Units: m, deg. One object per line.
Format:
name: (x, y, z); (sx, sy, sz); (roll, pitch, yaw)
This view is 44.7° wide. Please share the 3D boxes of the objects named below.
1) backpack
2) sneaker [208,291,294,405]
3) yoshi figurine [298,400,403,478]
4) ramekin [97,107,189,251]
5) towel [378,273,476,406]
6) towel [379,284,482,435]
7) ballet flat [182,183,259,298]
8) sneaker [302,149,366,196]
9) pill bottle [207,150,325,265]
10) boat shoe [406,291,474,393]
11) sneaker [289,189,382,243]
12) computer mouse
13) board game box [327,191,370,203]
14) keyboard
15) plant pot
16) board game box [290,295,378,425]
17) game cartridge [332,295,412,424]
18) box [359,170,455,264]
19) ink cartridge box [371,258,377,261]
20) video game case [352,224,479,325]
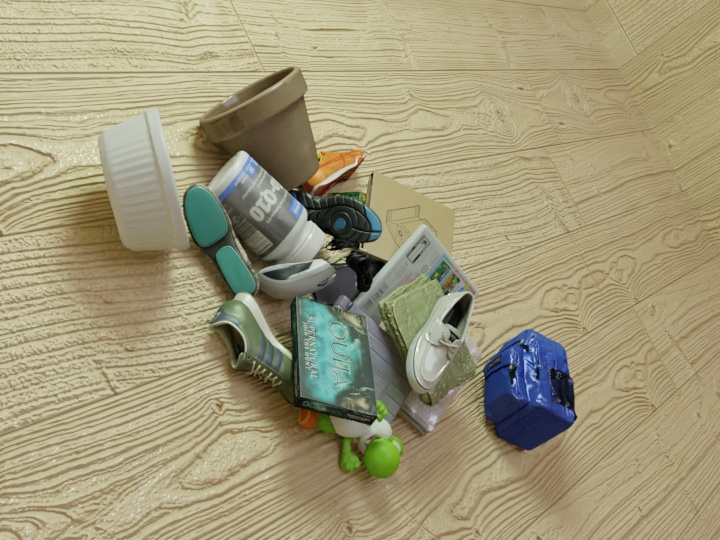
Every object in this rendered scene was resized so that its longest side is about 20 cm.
backpack: (0.331, 0.218, 1.740); (0.166, 0.162, 0.203); (31, 45, -24)
sneaker: (-0.160, 0.138, 1.344); (0.089, 0.067, 0.202); (-35, 91, -45)
yoshi figurine: (-0.001, 0.262, 1.402); (0.199, 0.111, 0.114); (38, 57, -26)
ramekin: (-0.313, -0.123, 1.261); (0.092, 0.203, 0.206); (-13, 69, -10)
towel: (0.116, 0.117, 1.512); (0.147, 0.036, 0.203); (-26, 89, -40)
towel: (0.104, 0.161, 1.562); (0.199, 0.032, 0.193); (41, 72, -18)
ballet flat: (-0.224, -0.044, 1.395); (0.203, 0.067, 0.075); (62, -3, -12)
sneaker: (-0.052, -0.207, 1.696); (0.077, 0.073, 0.199); (47, 35, 5)
pill bottle: (-0.159, -0.091, 1.459); (0.199, 0.113, 0.115); (42, 40, -18)
boat shoe: (0.140, 0.115, 1.464); (0.072, 0.065, 0.201); (45, 52, -14)
sneaker: (-0.046, -0.097, 1.544); (0.075, 0.196, 0.082); (-71, 160, 0)
computer mouse: (-0.076, 0.017, 1.441); (0.195, 0.110, 0.045); (-11, 63, -3)
board game box: (0.039, -0.118, 1.707); (0.197, 0.104, 0.024); (16, 80, -41)
keyboard: (0.000, 0.000, 1.584); (0.196, 0.020, 0.130); (-2, 83, -28)
plant pot: (-0.156, -0.230, 1.524); (0.177, 0.197, 0.201); (63, 35, -19)
board game box: (-0.043, 0.137, 1.365); (0.133, 0.028, 0.203); (17, 41, -23)
game cartridge: (0.004, 0.156, 1.482); (0.199, 0.038, 0.131); (42, 76, -17)
box: (0.091, -0.074, 1.632); (0.197, 0.021, 0.167); (23, 61, -28)
ink cartridge box: (0.102, 0.014, 1.682); (0.201, 0.066, 0.116); (50, 60, -9)
video game case: (0.102, 0.052, 1.599); (0.200, 0.024, 0.182); (-47, 116, -10)
